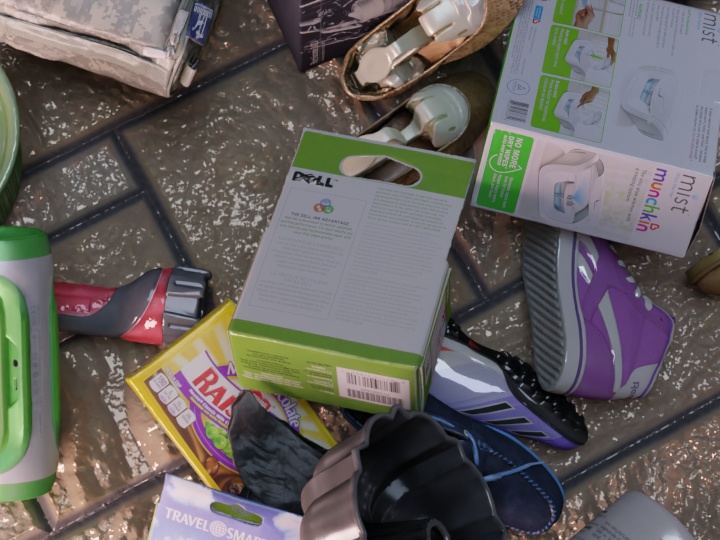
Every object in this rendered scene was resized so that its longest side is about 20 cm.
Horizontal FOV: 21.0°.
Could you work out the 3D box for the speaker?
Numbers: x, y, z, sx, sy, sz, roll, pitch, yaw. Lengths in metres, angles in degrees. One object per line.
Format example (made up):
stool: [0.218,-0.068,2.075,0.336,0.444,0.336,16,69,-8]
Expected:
speaker: [-0.273,0.070,1.479,0.088,0.088,0.201,0,99,-1]

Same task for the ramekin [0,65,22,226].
ramekin: [-0.365,-0.094,1.550,0.199,0.098,0.201,0,75,-1]

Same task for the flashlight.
flashlight: [-0.220,0.019,1.538,0.199,0.068,0.068,9,59,2]

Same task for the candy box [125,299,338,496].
candy box: [-0.081,0.132,1.501,0.102,0.026,0.200,-38,97,-13]

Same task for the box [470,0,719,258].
box: [0.193,-0.129,1.530,0.176,0.097,0.201,14,46,1]

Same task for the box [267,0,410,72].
box: [0.013,-0.268,1.553,0.181,0.200,0.104,-23,77,-7]

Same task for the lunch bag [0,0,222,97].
lunch bag: [-0.207,-0.226,1.540,0.199,0.140,0.168,17,46,0]

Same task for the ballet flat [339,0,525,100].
ballet flat: [0.056,-0.189,1.542,0.071,0.200,0.065,53,40,2]

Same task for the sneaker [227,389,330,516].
sneaker: [-0.024,0.178,1.467,0.199,0.060,0.105,27,90,-7]

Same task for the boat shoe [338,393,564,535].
boat shoe: [0.062,0.150,1.490,0.199,0.069,0.084,28,114,0]

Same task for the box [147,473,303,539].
box: [-0.107,0.248,1.435,0.121,0.048,0.201,16,108,4]

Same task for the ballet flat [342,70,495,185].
ballet flat: [0.030,-0.105,1.573,0.200,0.072,0.068,-32,77,-9]

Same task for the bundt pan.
bundt pan: [0.026,0.202,1.378,0.076,0.202,0.203,-23,73,29]

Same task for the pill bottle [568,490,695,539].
pill bottle: [0.166,0.269,1.450,0.200,0.114,0.114,-39,79,-10]

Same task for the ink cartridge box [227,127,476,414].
ink cartridge box: [0.000,0.000,1.477,0.147,0.076,0.201,11,55,11]

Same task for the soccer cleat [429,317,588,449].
soccer cleat: [0.085,0.093,1.532,0.199,0.068,0.073,32,105,0]

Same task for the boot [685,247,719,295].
boot: [0.374,0.054,1.540,0.174,0.066,0.201,-20,77,-6]

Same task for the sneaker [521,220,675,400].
sneaker: [0.194,0.011,1.557,0.114,0.073,0.201,7,68,-20]
